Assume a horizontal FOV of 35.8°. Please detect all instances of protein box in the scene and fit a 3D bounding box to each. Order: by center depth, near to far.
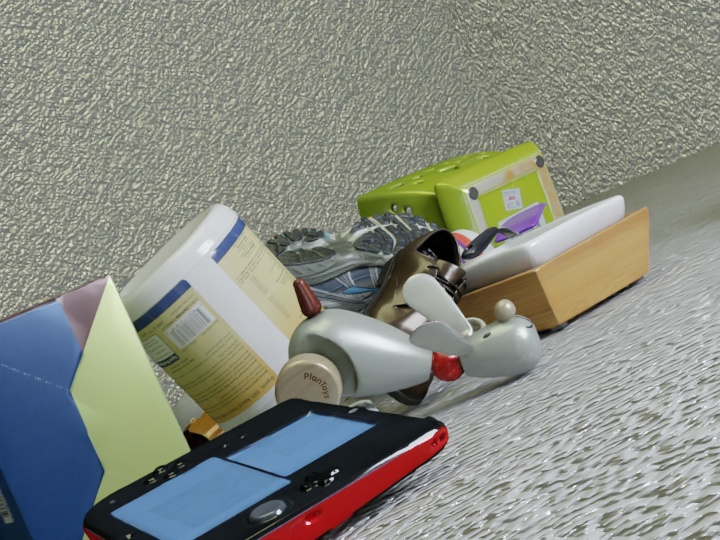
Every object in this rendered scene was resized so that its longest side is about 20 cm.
[{"bbox_3d":[-0.243,0.138,0.880,0.134,0.200,0.200,-25,0,-32],"label":"protein box"}]

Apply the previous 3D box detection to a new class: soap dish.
[{"bbox_3d":[0.160,0.010,1.046,0.156,0.082,0.199,-26,1,-34],"label":"soap dish"}]

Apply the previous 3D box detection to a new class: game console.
[{"bbox_3d":[-0.064,0.126,0.663,0.176,0.031,0.199,-31,14,-27],"label":"game console"}]

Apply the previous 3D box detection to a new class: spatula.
[{"bbox_3d":[0.142,-0.037,1.146,0.056,0.021,0.200,-25,0,29],"label":"spatula"}]

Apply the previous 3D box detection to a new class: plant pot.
[{"bbox_3d":[0.144,-0.042,1.381,0.199,0.201,0.181,-25,7,-34],"label":"plant pot"}]

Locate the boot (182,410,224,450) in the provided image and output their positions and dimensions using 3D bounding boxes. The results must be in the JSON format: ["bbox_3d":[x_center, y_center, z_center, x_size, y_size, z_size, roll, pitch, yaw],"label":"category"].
[{"bbox_3d":[-0.111,0.154,1.237,0.144,0.071,0.201,-34,2,-41],"label":"boot"}]

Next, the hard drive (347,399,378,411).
[{"bbox_3d":[-0.041,0.138,0.790,0.131,0.026,0.200,-26,0,-4],"label":"hard drive"}]

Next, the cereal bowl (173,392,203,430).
[{"bbox_3d":[-0.177,0.169,1.566,0.198,0.084,0.200,-26,1,1],"label":"cereal bowl"}]

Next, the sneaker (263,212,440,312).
[{"bbox_3d":[0.000,0.000,1.107,0.198,0.087,0.078,-5,37,-8],"label":"sneaker"}]

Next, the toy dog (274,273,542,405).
[{"bbox_3d":[0.024,0.041,0.826,0.198,0.097,0.132,-15,17,-13],"label":"toy dog"}]

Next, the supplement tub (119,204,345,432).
[{"bbox_3d":[-0.109,0.057,1.010,0.144,0.200,0.145,-40,13,11],"label":"supplement tub"}]

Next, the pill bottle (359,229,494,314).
[{"bbox_3d":[0.056,0.041,1.188,0.199,0.113,0.112,-25,0,-23],"label":"pill bottle"}]

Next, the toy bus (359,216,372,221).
[{"bbox_3d":[-0.009,0.039,1.276,0.078,0.065,0.201,-16,-43,-34],"label":"toy bus"}]

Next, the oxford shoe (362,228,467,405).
[{"bbox_3d":[0.050,0.030,0.959,0.084,0.072,0.201,-45,22,35],"label":"oxford shoe"}]
